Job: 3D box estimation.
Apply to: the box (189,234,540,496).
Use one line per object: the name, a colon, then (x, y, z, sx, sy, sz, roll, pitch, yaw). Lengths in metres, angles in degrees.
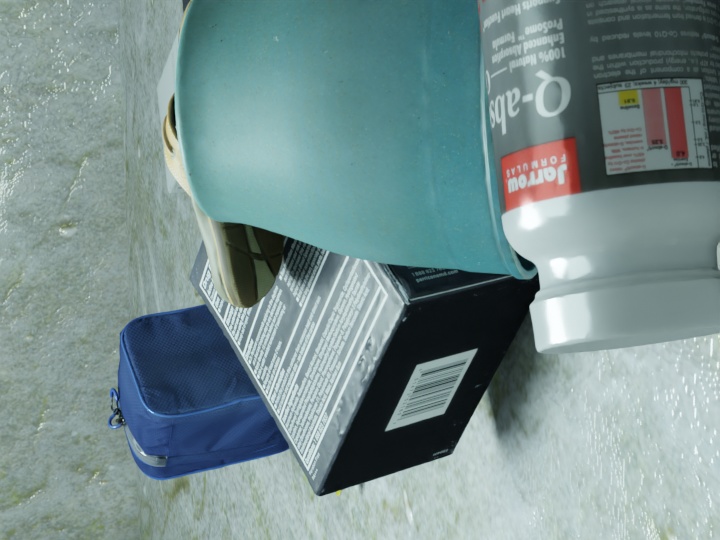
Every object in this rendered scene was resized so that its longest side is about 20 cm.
box: (0.000, 0.000, 1.207, 0.199, 0.122, 0.201, 56, 142, 29)

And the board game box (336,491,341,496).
board game box: (-0.026, 0.098, 1.671, 0.096, 0.030, 0.201, 101, 162, -49)

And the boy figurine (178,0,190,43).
boy figurine: (-0.017, -0.173, 1.201, 0.065, 0.199, 0.125, 53, 149, 38)

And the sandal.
sandal: (-0.090, -0.075, 1.131, 0.054, 0.080, 0.202, 8, 113, 33)

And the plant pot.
plant pot: (0.003, -0.094, 1.027, 0.200, 0.186, 0.202, -1, -90, -75)

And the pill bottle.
pill bottle: (0.119, -0.067, 0.869, 0.116, 0.115, 0.202, 150, 115, -74)

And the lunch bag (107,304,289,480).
lunch bag: (-0.159, 0.126, 1.858, 0.133, 0.198, 0.137, 98, 156, -48)

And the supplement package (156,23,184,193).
supplement package: (-0.130, -0.162, 1.825, 0.200, 0.116, 0.118, 136, 127, -71)
